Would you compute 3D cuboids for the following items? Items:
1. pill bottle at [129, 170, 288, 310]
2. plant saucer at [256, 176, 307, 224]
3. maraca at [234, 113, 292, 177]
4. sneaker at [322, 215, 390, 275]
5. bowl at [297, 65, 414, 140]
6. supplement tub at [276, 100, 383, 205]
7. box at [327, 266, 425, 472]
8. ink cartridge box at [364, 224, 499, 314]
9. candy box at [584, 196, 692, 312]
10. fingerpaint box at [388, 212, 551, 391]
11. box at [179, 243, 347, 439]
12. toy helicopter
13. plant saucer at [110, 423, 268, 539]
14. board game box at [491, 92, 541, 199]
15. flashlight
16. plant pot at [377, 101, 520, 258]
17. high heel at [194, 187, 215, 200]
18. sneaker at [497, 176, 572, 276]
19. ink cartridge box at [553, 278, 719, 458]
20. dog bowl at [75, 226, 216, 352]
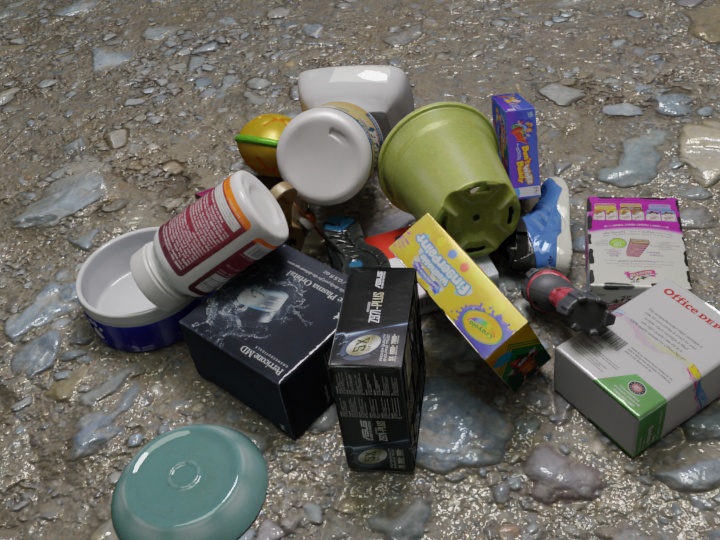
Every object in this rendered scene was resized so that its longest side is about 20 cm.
[{"bbox_3d":[-0.207,-0.036,1.166,0.200,0.114,0.114,-33,40,15],"label":"pill bottle"},{"bbox_3d":[-0.185,-0.090,1.448,0.199,0.030,0.201,-5,43,5],"label":"plant saucer"},{"bbox_3d":[-0.151,-0.218,1.502,0.136,0.108,0.200,13,4,-7],"label":"maraca"},{"bbox_3d":[0.000,0.000,1.277,0.073,0.082,0.200,-15,40,-9],"label":"sneaker"},{"bbox_3d":[-0.006,-0.266,1.498,0.199,0.200,0.075,-1,61,9],"label":"bowl"},{"bbox_3d":[-0.041,-0.189,1.345,0.144,0.145,0.200,0,16,9],"label":"supplement tub"},{"bbox_3d":[0.026,0.122,1.051,0.086,0.201,0.164,1,44,10],"label":"box"},{"bbox_3d":[0.101,-0.022,1.311,0.162,0.057,0.200,-15,47,-7],"label":"ink cartridge box"},{"bbox_3d":[0.398,-0.023,1.250,0.136,0.061,0.201,2,43,12],"label":"candy box"},{"bbox_3d":[0.144,0.042,1.105,0.073,0.167,0.200,-41,60,3],"label":"fingerpaint box"},{"bbox_3d":[-0.102,0.088,1.174,0.196,0.118,0.200,26,54,32],"label":"box"},{"bbox_3d":[-0.111,-0.065,1.285,0.132,0.200,0.079,-32,66,-25],"label":"toy helicopter"},{"bbox_3d":[-0.215,0.262,1.063,0.199,0.036,0.201,-5,43,4],"label":"plant saucer"},{"bbox_3d":[0.245,-0.202,1.365,0.045,0.135,0.200,-6,18,4],"label":"board game box"},{"bbox_3d":[0.265,0.039,1.133,0.068,0.068,0.200,-36,8,4],"label":"flashlight"},{"bbox_3d":[0.144,-0.120,1.277,0.199,0.201,0.185,-15,38,-6],"label":"plant pot"},{"bbox_3d":[-0.233,-0.076,1.360,0.096,0.068,0.200,3,22,0],"label":"high heel"},{"bbox_3d":[0.260,-0.075,1.318,0.111,0.077,0.201,6,50,2],"label":"sneaker"},{"bbox_3d":[0.367,0.118,1.083,0.199,0.084,0.145,-28,45,-19],"label":"ink cartridge box"},{"bbox_3d":[-0.323,0.026,1.307,0.199,0.079,0.201,-5,42,5],"label":"dog bowl"}]
